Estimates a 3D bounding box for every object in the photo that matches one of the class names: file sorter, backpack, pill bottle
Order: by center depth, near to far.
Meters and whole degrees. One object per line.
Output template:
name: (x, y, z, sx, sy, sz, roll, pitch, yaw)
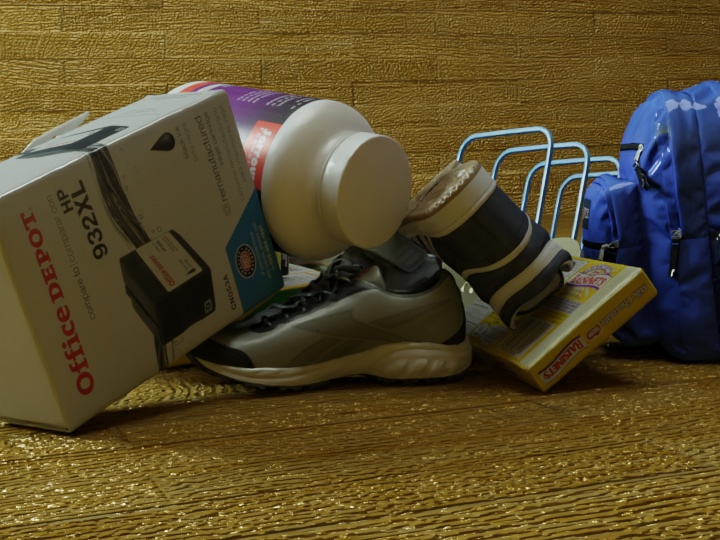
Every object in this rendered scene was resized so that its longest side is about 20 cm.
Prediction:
pill bottle: (-0.063, -0.073, 0.857, 0.199, 0.114, 0.112, 15, 15, 40)
backpack: (0.253, -0.041, 0.890, 0.166, 0.202, 0.163, -2, 6, 0)
file sorter: (0.196, -0.047, 1.125, 0.199, 0.124, 0.138, 17, -8, -34)

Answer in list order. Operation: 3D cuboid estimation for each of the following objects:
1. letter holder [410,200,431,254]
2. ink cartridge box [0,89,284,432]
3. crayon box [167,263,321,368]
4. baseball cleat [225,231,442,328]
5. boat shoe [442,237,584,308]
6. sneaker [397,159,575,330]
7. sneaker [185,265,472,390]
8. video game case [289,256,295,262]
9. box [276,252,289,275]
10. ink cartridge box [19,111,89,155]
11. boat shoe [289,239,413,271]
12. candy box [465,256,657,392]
letter holder: (-0.005, -0.060, 1.296, 0.100, 0.144, 0.199, -1, -10, 44)
ink cartridge box: (-0.156, -0.013, 0.743, 0.083, 0.146, 0.200, 2, 26, 39)
crayon box: (-0.125, 0.035, 0.977, 0.198, 0.052, 0.125, -8, 11, -31)
baseball cleat: (-0.025, 0.016, 0.900, 0.198, 0.108, 0.070, -8, 12, -33)
boat shoe: (0.106, 0.028, 1.010, 0.200, 0.063, 0.074, -13, 40, 28)
sneaker: (0.087, -0.020, 0.848, 0.070, 0.108, 0.200, -45, 5, 0)
sneaker: (-0.023, 0.038, 0.811, 0.198, 0.080, 0.074, -5, 8, -9)
video game case: (-0.105, -0.047, 1.225, 0.024, 0.184, 0.199, -1, 3, -45)
box: (-0.146, -0.006, 0.923, 0.075, 0.051, 0.199, 6, 12, 36)
ink cartridge box: (-0.270, -0.025, 0.941, 0.200, 0.067, 0.117, -45, 5, 22)
boat shoe: (-0.001, 0.001, 1.041, 0.072, 0.066, 0.200, -43, 14, -25)
candy box: (0.127, 0.030, 0.848, 0.102, 0.026, 0.200, -38, 11, -6)
